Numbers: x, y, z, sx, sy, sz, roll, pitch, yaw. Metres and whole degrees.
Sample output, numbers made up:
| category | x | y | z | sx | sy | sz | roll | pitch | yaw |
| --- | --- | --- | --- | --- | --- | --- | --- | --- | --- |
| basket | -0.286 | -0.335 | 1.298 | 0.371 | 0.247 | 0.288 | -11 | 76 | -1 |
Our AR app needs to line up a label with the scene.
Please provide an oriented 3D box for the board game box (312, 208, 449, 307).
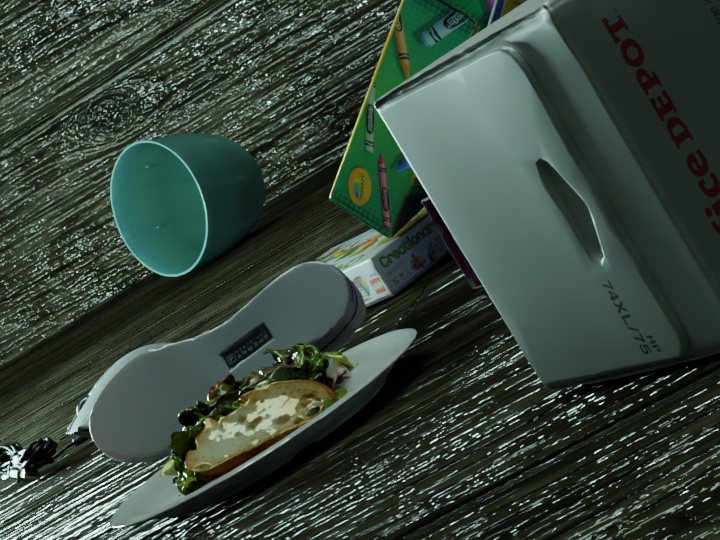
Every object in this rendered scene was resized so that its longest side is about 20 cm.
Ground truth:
| category | x | y | z | sx | sy | sz | roll | pitch | yaw |
| --- | --- | --- | --- | --- | --- | --- | --- | --- | --- |
| board game box | 0.000 | 0.000 | 1.638 | 0.126 | 0.035 | 0.200 | -37 | 8 | -38 |

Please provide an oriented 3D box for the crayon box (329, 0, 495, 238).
| category | x | y | z | sx | sy | sz | roll | pitch | yaw |
| --- | --- | --- | --- | --- | --- | --- | --- | --- | --- |
| crayon box | 0.055 | -0.134 | 1.532 | 0.119 | 0.058 | 0.200 | -44 | -18 | -47 |

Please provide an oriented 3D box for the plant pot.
| category | x | y | z | sx | sy | sz | roll | pitch | yaw |
| --- | --- | --- | --- | --- | --- | --- | --- | --- | --- |
| plant pot | -0.235 | -0.108 | 3.149 | 0.161 | 0.201 | 0.200 | -22 | -3 | -44 |

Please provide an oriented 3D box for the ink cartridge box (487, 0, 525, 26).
| category | x | y | z | sx | sy | sz | roll | pitch | yaw |
| --- | --- | --- | --- | --- | --- | --- | --- | --- | --- |
| ink cartridge box | 0.117 | -0.124 | 1.431 | 0.137 | 0.076 | 0.200 | -60 | -10 | -50 |

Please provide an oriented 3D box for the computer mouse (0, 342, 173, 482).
| category | x | y | z | sx | sy | sz | roll | pitch | yaw |
| --- | --- | --- | --- | --- | --- | --- | --- | --- | --- |
| computer mouse | -0.217 | 0.110 | 1.823 | 0.200 | 0.044 | 0.110 | -34 | 5 | -19 |

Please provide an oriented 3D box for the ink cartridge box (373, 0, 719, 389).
| category | x | y | z | sx | sy | sz | roll | pitch | yaw |
| --- | --- | --- | --- | --- | --- | --- | --- | --- | --- |
| ink cartridge box | 0.142 | -0.070 | 0.881 | 0.200 | 0.147 | 0.146 | -34 | 6 | -28 |

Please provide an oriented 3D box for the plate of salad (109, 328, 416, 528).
| category | x | y | z | sx | sy | sz | roll | pitch | yaw |
| --- | --- | --- | --- | --- | --- | --- | --- | --- | --- |
| plate of salad | -0.059 | 0.078 | 1.205 | 0.200 | 0.048 | 0.200 | -33 | 5 | 3 |

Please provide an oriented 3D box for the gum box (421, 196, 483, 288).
| category | x | y | z | sx | sy | sz | roll | pitch | yaw |
| --- | --- | --- | --- | --- | --- | --- | --- | --- | --- |
| gum box | 0.140 | -0.063 | 1.241 | 0.113 | 0.066 | 0.200 | -35 | 6 | -33 |

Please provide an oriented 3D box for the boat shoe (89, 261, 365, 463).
| category | x | y | z | sx | sy | sz | roll | pitch | yaw |
| --- | --- | --- | --- | --- | --- | --- | --- | --- | --- |
| boat shoe | -0.083 | 0.066 | 1.429 | 0.200 | 0.071 | 0.070 | -35 | -22 | 6 |
